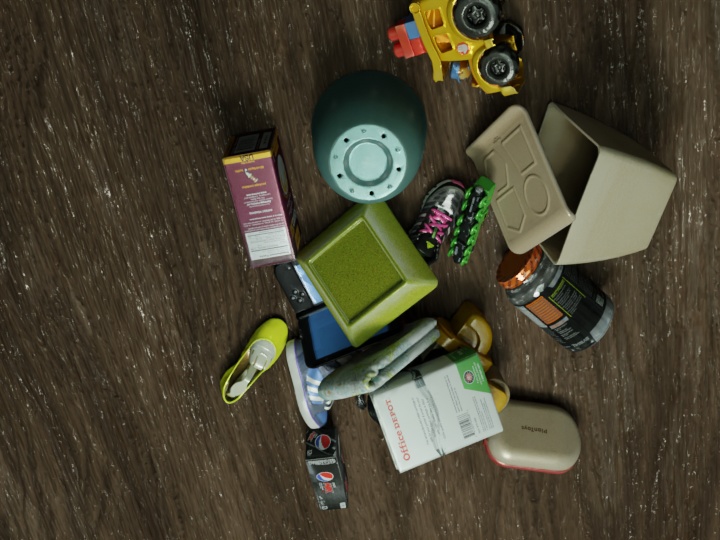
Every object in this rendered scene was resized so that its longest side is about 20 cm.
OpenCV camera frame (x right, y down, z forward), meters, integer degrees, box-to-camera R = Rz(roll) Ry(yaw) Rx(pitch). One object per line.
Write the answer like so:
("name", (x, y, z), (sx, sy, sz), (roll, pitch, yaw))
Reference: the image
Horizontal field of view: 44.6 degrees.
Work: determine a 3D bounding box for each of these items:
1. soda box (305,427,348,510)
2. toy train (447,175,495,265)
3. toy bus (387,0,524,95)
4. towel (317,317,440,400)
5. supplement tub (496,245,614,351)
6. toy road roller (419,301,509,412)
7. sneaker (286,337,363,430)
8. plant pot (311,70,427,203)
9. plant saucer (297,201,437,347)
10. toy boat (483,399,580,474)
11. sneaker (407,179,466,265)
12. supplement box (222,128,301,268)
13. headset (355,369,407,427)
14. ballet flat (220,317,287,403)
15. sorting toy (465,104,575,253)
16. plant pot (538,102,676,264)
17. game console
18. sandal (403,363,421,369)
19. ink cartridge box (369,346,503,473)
("soda box", (-0.065, 0.395, 1.742), (0.062, 0.072, 0.202), (-4, 137, 3))
("toy train", (0.190, -0.083, 1.497), (0.041, 0.056, 0.201), (35, 149, 17))
("toy bus", (0.147, -0.358, 1.360), (0.189, 0.136, 0.202), (-15, 119, 24))
("towel", (0.033, 0.159, 1.557), (0.049, 0.199, 0.171), (57, 147, -3))
("supplement tub", (0.342, 0.041, 1.555), (0.199, 0.123, 0.123), (39, 112, -17))
("toy road roller", (0.206, 0.153, 1.620), (0.199, 0.123, 0.147), (33, 102, -14))
("sneaker", (-0.050, 0.207, 1.671), (0.144, 0.081, 0.203), (-11, 111, 12))
("plant pot", (0.013, -0.202, 1.417), (0.197, 0.162, 0.204), (0, 117, 1))
("plant saucer", (0.000, 0.000, 1.509), (0.199, 0.048, 0.201), (-38, 80, 20))
("toy boat", (0.327, 0.336, 1.722), (0.196, 0.132, 0.131), (9, 150, -7))
("sneaker", (0.122, -0.063, 1.526), (0.073, 0.088, 0.201), (29, 114, -13))
("supplement box", (-0.164, -0.122, 1.489), (0.084, 0.111, 0.203), (-9, 117, 5))
("headset", (0.061, 0.249, 1.649), (0.198, 0.123, 0.095), (13, 129, 39))
("ballet flat", (-0.203, 0.179, 1.668), (0.066, 0.067, 0.201), (34, 113, -15))
("sorting toy", (0.257, -0.143, 1.411), (0.036, 0.185, 0.202), (-22, 82, -23))
("plant pot", (0.390, -0.134, 1.435), (0.174, 0.201, 0.203), (6, 119, -17))
("game console", (-0.041, 0.048, 1.569), (0.197, 0.119, 0.174), (-22, 115, 12))
("sandal", (0.157, 0.245, 1.699), (0.198, 0.054, 0.081), (30, 114, -6))
("ink cartridge box", (0.126, 0.238, 1.519), (0.197, 0.083, 0.149), (-20, 97, -5))
